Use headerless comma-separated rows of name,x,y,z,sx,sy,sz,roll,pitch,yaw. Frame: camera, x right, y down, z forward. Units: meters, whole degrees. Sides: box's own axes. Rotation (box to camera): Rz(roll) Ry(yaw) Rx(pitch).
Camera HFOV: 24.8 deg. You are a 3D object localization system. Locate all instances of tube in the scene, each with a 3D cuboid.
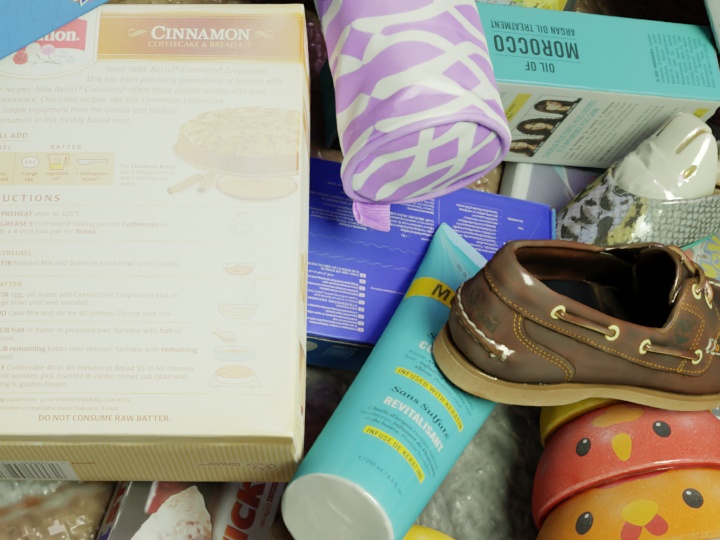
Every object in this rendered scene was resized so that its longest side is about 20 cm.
tube,0.029,0.054,0.736,0.077,0.050,0.200,46,39,-7

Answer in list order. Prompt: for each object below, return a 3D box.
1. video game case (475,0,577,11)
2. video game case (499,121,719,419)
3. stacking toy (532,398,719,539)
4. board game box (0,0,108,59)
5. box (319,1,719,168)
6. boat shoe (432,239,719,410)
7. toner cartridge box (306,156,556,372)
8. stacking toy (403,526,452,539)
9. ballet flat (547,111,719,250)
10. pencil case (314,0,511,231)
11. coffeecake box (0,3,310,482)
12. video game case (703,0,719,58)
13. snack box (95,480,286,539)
video game case,0.044,-0.217,0.872,0.199,0.026,0.181,18,106,-20
video game case,0.160,-0.016,0.936,0.182,0.023,0.201,25,60,-19
stacking toy,0.132,0.087,0.822,0.146,0.146,0.201,5,58,-29
board game box,-0.160,-0.170,0.748,0.152,0.045,0.200,29,49,31
box,0.085,-0.098,0.870,0.199,0.082,0.049,3,64,-20
boat shoe,0.127,0.021,0.752,0.200,0.070,0.070,-1,40,-40
toner cartridge box,0.000,0.000,0.810,0.199,0.043,0.095,11,67,-19
stacking toy,0.019,0.166,0.724,0.146,0.146,0.200,-7,58,-32
ballet flat,0.190,-0.056,0.864,0.200,0.072,0.072,-13,77,-16
pencil case,0.008,-0.127,0.765,0.084,0.085,0.201,18,50,-46
coffeecake box,-0.100,-0.014,0.716,0.153,0.073,0.201,0,68,1
video game case,0.215,-0.178,0.945,0.182,0.024,0.200,61,26,-42
snack box,-0.091,0.155,0.718,0.072,0.024,0.200,29,58,-19
